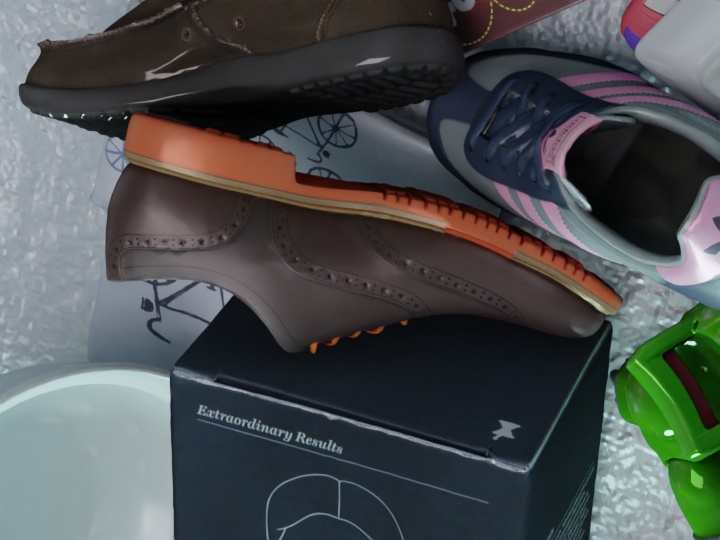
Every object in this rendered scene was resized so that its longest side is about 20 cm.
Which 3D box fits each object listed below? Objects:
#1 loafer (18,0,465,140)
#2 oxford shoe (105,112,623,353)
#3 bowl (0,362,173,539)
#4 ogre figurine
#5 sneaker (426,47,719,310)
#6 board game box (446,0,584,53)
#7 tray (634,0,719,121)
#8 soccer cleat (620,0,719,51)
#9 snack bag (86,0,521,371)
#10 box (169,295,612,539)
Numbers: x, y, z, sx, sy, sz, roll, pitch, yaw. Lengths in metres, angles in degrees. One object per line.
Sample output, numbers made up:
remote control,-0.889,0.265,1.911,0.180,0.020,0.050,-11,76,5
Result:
loafer,-0.047,-0.093,0.867,0.199,0.073,0.071,-6,79,30
oxford shoe,0.000,0.000,0.845,0.199,0.071,0.073,17,93,-2
bowl,-0.144,0.122,0.993,0.090,0.201,0.202,32,130,53
ogre figurine,0.166,0.054,0.825,0.120,0.098,0.200,48,165,5
sneaker,0.082,-0.045,0.789,0.200,0.082,0.070,26,91,45
board game box,0.040,-0.137,0.820,0.200,0.019,0.103,-19,103,53
tray,0.203,-0.047,0.771,0.200,0.022,0.107,34,130,-12
soccer cleat,0.179,-0.116,0.766,0.200,0.067,0.077,-32,83,30
snack bag,-0.037,0.002,0.952,0.188,0.021,0.200,27,126,15
box,0.011,0.109,0.907,0.148,0.107,0.201,15,127,18
